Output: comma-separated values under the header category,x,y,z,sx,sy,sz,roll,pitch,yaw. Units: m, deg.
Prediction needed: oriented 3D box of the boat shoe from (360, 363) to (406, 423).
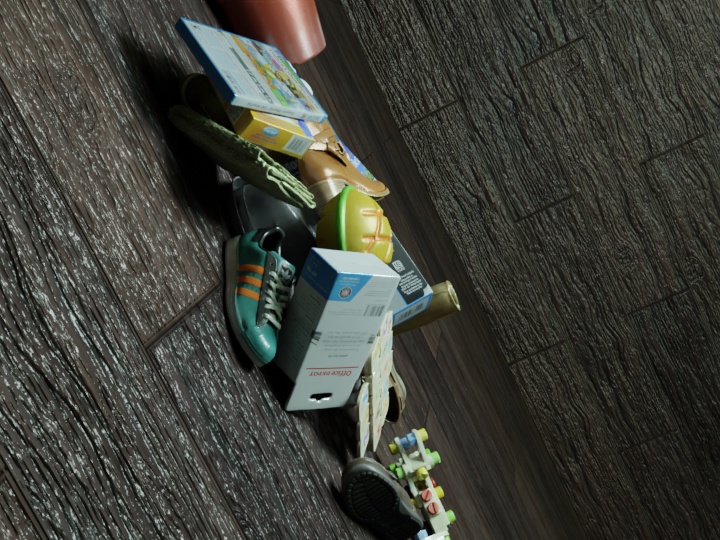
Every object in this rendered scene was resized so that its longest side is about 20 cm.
category,x,y,z,sx,sy,sz,roll,pitch,yaw
boat shoe,0.024,0.173,1.411,0.201,0.075,0.072,55,19,-33

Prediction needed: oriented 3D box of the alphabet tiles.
category,x,y,z,sx,sy,sz,roll,pitch,yaw
alphabet tiles,0.025,0.163,1.247,0.197,0.014,0.202,-68,162,-49

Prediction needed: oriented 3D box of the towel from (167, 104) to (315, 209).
category,x,y,z,sx,sy,sz,roll,pitch,yaw
towel,-0.157,-0.146,1.132,0.199,0.037,0.148,33,-4,31

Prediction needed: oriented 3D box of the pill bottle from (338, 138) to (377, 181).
category,x,y,z,sx,sy,sz,roll,pitch,yaw
pill bottle,-0.062,-0.181,1.542,0.200,0.112,0.112,47,17,-10

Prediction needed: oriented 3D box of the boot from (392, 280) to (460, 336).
category,x,y,z,sx,sy,sz,roll,pitch,yaw
boot,0.076,0.088,1.470,0.175,0.198,0.067,30,38,-75

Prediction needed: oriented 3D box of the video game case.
category,x,y,z,sx,sy,sz,roll,pitch,yaw
video game case,-0.141,-0.263,1.150,0.144,0.018,0.199,54,27,20

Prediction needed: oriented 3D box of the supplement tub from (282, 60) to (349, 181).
category,x,y,z,sx,sy,sz,roll,pitch,yaw
supplement tub,-0.116,-0.216,1.382,0.201,0.139,0.141,58,15,-30

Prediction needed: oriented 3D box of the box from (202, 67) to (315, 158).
category,x,y,z,sx,sy,sz,roll,pitch,yaw
box,-0.149,-0.248,1.180,0.118,0.041,0.202,11,44,-50

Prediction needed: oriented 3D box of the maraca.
category,x,y,z,sx,sy,sz,roll,pitch,yaw
maraca,-0.005,-0.020,1.211,0.138,0.105,0.203,-63,147,-56

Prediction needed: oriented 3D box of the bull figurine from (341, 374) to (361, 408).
category,x,y,z,sx,sy,sz,roll,pitch,yaw
bull figurine,-0.038,0.103,1.255,0.122,0.064,0.202,-126,-158,-57

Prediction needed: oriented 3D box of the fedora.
category,x,y,z,sx,sy,sz,roll,pitch,yaw
fedora,-0.109,-0.057,1.244,0.202,0.089,0.177,63,14,-12

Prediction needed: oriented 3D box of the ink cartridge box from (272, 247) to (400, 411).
category,x,y,z,sx,sy,sz,roll,pitch,yaw
ink cartridge box,-0.041,0.077,1.118,0.115,0.202,0.067,5,25,-45

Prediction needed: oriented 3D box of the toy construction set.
category,x,y,z,sx,sy,sz,roll,pitch,yaw
toy construction set,0.100,0.358,1.348,0.132,0.091,0.203,95,-13,-65

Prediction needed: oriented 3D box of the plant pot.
category,x,y,z,sx,sy,sz,roll,pitch,yaw
plant pot,-0.164,-0.478,1.581,0.202,0.198,0.197,-88,159,-62

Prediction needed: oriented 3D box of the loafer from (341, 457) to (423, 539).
category,x,y,z,sx,sy,sz,roll,pitch,yaw
loafer,0.021,0.311,1.198,0.201,0.072,0.071,60,3,-45

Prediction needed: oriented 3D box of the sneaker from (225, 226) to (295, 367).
category,x,y,z,sx,sy,sz,roll,pitch,yaw
sneaker,-0.121,0.023,1.083,0.071,0.079,0.202,50,21,-49

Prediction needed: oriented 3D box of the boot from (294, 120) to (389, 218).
category,x,y,z,sx,sy,sz,roll,pitch,yaw
boot,-0.033,-0.166,1.325,0.156,0.073,0.200,65,25,2

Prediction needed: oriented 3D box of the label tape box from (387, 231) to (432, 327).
category,x,y,z,sx,sy,sz,roll,pitch,yaw
label tape box,0.000,0.000,1.360,0.201,0.142,0.066,57,-19,18

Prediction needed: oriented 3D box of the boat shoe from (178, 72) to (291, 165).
category,x,y,z,sx,sy,sz,roll,pitch,yaw
boat shoe,-0.165,-0.204,1.226,0.201,0.076,0.074,28,-5,-39
